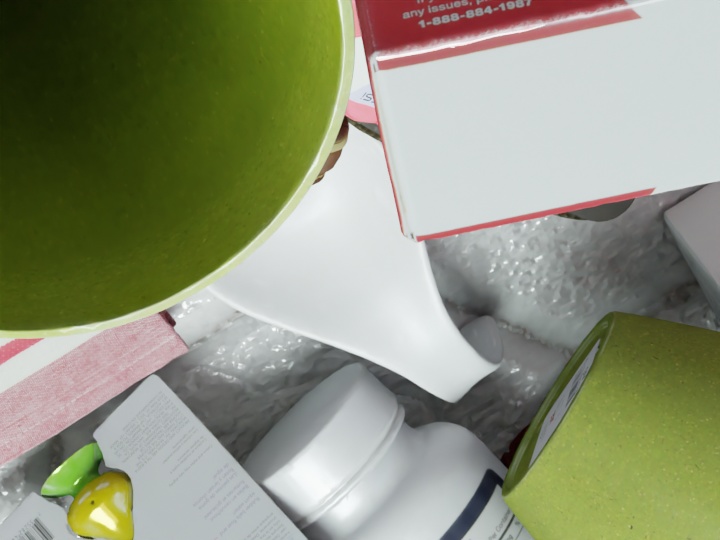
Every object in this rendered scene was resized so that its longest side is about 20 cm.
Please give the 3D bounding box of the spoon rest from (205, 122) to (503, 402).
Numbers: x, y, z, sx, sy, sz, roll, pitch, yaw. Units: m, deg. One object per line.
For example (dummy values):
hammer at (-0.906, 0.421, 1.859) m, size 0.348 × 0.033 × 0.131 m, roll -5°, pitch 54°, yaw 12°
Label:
spoon rest at (0.000, 0.000, 0.991) m, size 0.099 × 0.061 × 0.200 m, roll -42°, pitch 130°, yaw 10°

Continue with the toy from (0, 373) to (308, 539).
toy at (-0.061, 0.156, 0.992) m, size 0.115 × 0.200 × 0.047 m, roll -44°, pitch 169°, yaw 3°

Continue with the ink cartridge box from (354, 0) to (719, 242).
ink cartridge box at (0.065, -0.120, 0.717) m, size 0.144 × 0.200 × 0.084 m, roll -12°, pitch 137°, yaw 2°

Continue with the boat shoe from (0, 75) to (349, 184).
boat shoe at (-0.105, -0.051, 0.883) m, size 0.200 × 0.072 × 0.068 m, roll 2°, pitch 125°, yaw -20°

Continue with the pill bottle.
pill bottle at (0.039, 0.140, 1.032) m, size 0.111 × 0.111 × 0.200 m, roll -42°, pitch 100°, yaw 10°

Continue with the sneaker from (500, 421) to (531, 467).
sneaker at (0.123, 0.135, 1.144) m, size 0.115 × 0.078 × 0.200 m, roll 3°, pitch 135°, yaw -35°

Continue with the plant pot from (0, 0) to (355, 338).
plant pot at (-0.120, -0.110, 0.769) m, size 0.187 × 0.200 × 0.187 m, roll -11°, pitch 127°, yaw -15°

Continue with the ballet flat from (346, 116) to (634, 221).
ballet flat at (0.039, -0.076, 0.966) m, size 0.200 × 0.046 × 0.067 m, roll 26°, pitch 92°, yaw -32°

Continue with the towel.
towel at (-0.181, 0.004, 0.944) m, size 0.144 × 0.023 × 0.200 m, roll -32°, pitch 128°, yaw 4°

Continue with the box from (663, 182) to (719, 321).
box at (0.251, 0.028, 1.092) m, size 0.124 × 0.098 × 0.200 m, roll -33°, pitch 130°, yaw 3°

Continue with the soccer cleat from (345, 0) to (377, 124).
soccer cleat at (0.032, -0.082, 0.906) m, size 0.200 × 0.067 × 0.076 m, roll 21°, pitch 128°, yaw -36°

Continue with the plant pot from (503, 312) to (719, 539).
plant pot at (0.169, 0.107, 0.966) m, size 0.200 × 0.187 × 0.187 m, roll 31°, pitch 112°, yaw 0°
